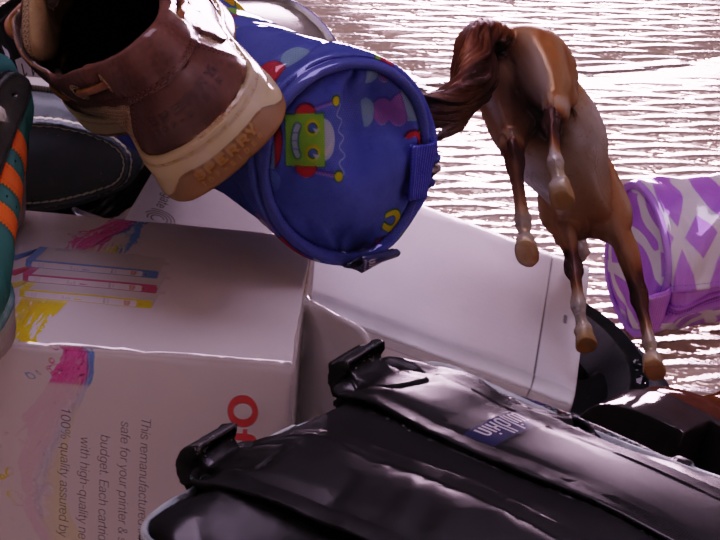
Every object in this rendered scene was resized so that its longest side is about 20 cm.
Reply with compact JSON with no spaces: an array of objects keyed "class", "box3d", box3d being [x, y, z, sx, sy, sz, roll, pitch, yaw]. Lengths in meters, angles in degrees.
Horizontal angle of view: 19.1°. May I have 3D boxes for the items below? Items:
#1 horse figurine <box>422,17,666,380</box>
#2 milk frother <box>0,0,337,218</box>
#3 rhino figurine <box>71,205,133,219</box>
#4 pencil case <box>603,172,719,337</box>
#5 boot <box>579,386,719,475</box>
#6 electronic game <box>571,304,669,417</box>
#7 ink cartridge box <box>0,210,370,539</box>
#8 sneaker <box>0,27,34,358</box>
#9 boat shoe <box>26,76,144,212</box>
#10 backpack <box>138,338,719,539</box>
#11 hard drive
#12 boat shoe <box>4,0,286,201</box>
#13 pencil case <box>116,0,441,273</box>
[{"class":"horse figurine","box3d":[0.079,-0.042,0.884,0.050,0.200,0.133,-20,50,15]},{"class":"milk frother","box3d":[-0.125,-0.130,1.114,0.179,0.202,0.188,7,9,31]},{"class":"rhino figurine","box3d":[-0.069,-0.011,1.015,0.199,0.088,0.060,-16,29,-39]},{"class":"pencil case","box3d":[0.222,-0.007,1.075,0.198,0.084,0.086,-3,47,-12]},{"class":"boot","box3d":[0.206,0.095,0.886,0.187,0.069,0.199,20,16,34]},{"class":"electronic game","box3d":[0.045,0.048,0.955,0.198,0.042,0.200,10,26,-5]},{"class":"ink cartridge box","box3d":[-0.096,0.061,0.793,0.198,0.129,0.125,5,22,0]},{"class":"sneaker","box3d":[-0.148,-0.031,0.726,0.071,0.080,0.200,1,23,-6]},{"class":"boat shoe","box3d":[-0.195,-0.042,0.975,0.198,0.073,0.062,-2,39,0]},{"class":"backpack","box3d":[0.049,0.123,0.642,0.199,0.152,0.177,13,26,38]},{"class":"hard drive","box3d":[0.000,0.000,0.928,0.199,0.027,0.132,20,27,0]},{"class":"boat shoe","box3d":[-0.090,-0.089,0.781,0.072,0.072,0.200,-43,28,1]},{"class":"pencil case","box3d":[-0.038,-0.062,0.844,0.086,0.079,0.200,11,10,-28]}]
